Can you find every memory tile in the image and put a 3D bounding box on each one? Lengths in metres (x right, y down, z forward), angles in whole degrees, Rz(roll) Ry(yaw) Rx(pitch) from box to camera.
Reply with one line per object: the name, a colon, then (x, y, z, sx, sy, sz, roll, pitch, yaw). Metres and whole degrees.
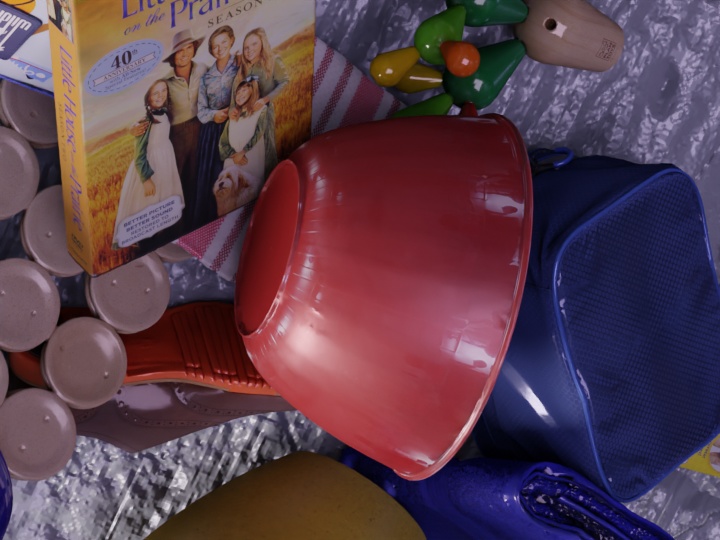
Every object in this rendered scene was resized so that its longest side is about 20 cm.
memory tile: (-0.175, -0.001, 1.124, 0.153, 0.017, 0.201, 41, 65, -22)

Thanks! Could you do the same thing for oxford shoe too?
oxford shoe: (-0.108, 0.066, 1.207, 0.199, 0.071, 0.073, 4, 126, -14)

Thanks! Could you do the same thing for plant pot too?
plant pot: (-0.038, 0.192, 1.219, 0.200, 0.200, 0.142, 48, 65, -28)

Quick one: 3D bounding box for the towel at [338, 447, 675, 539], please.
towel: (0.090, 0.146, 1.234, 0.147, 0.200, 0.050, 38, 70, -27)

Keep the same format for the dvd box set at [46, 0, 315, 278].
dvd box set: (-0.087, -0.101, 1.051, 0.146, 0.029, 0.201, -27, 143, -27)

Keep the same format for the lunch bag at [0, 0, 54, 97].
lunch bag: (-0.164, -0.189, 1.053, 0.169, 0.124, 0.201, 20, 116, -26)

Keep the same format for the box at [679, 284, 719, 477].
box: (0.263, 0.080, 1.346, 0.199, 0.048, 0.118, 17, 103, -22)

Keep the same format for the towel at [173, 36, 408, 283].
towel: (-0.048, -0.060, 1.176, 0.200, 0.030, 0.147, 35, 77, -28)

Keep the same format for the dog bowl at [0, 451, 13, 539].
dog bowl: (-0.287, 0.121, 1.091, 0.199, 0.079, 0.201, 10, 135, 10)

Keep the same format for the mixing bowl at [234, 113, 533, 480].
mixing bowl: (0.000, 0.000, 1.090, 0.108, 0.200, 0.201, 15, 105, -19)

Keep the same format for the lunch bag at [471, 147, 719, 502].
lunch bag: (0.121, 0.022, 1.220, 0.136, 0.132, 0.201, -29, 115, -34)

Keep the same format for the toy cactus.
toy cactus: (0.088, -0.152, 1.175, 0.164, 0.102, 0.201, 15, 91, -36)
